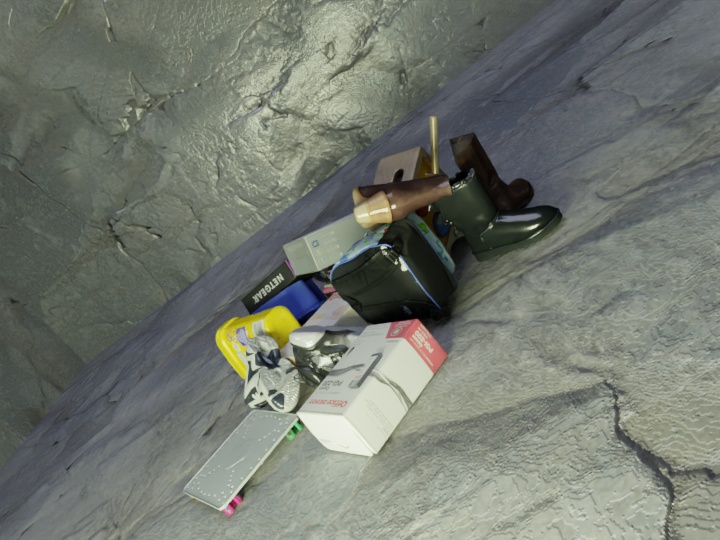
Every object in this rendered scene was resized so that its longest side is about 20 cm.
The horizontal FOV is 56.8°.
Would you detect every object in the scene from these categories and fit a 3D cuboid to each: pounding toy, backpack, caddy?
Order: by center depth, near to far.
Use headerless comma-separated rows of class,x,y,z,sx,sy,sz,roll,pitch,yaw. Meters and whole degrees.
backpack,0.061,0.005,1.203,0.199,0.183,0.147,-24,22,47
pounding toy,0.117,-0.152,1.286,0.142,0.184,0.201,-10,53,39
caddy,-0.162,0.107,1.579,0.199,0.105,0.141,-35,-8,14

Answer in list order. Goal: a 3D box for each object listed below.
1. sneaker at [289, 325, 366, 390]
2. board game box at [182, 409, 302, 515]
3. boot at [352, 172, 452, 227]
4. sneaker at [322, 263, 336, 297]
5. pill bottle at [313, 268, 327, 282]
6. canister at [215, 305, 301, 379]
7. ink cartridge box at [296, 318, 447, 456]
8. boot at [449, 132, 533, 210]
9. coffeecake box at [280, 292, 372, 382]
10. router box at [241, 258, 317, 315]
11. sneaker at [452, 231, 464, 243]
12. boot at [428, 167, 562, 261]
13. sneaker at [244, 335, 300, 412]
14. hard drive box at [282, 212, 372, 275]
sneaker,-0.029,0.161,1.183,0.198,0.115,0.075,2,9,12
board game box,-0.211,0.336,1.192,0.200,0.026,0.200,-48,18,-29
boot,0.072,-0.125,1.147,0.165,0.073,0.200,-16,13,4
sneaker,0.000,0.000,1.433,0.199,0.080,0.087,-11,72,27
pill bottle,-0.053,-0.038,1.695,0.120,0.120,0.200,-47,17,-27
canister,-0.209,0.160,1.453,0.199,0.149,0.087,-18,21,47
ink cartridge box,0.017,0.175,1.017,0.200,0.085,0.145,-50,19,-29
boot,0.253,-0.199,1.296,0.064,0.200,0.187,-27,20,35
coffeecake box,-0.060,0.129,1.332,0.200,0.073,0.153,-47,16,-26
router box,-0.177,0.023,1.608,0.200,0.051,0.149,-38,-7,38
sneaker,0.188,-0.092,1.394,0.200,0.075,0.087,-37,10,6
boot,0.230,-0.111,1.173,0.198,0.163,0.073,-25,22,42
sneaker,-0.172,0.231,1.274,0.079,0.130,0.199,-11,35,-29
hard drive box,-0.049,-0.068,1.457,0.199,0.077,0.156,-27,7,-22
